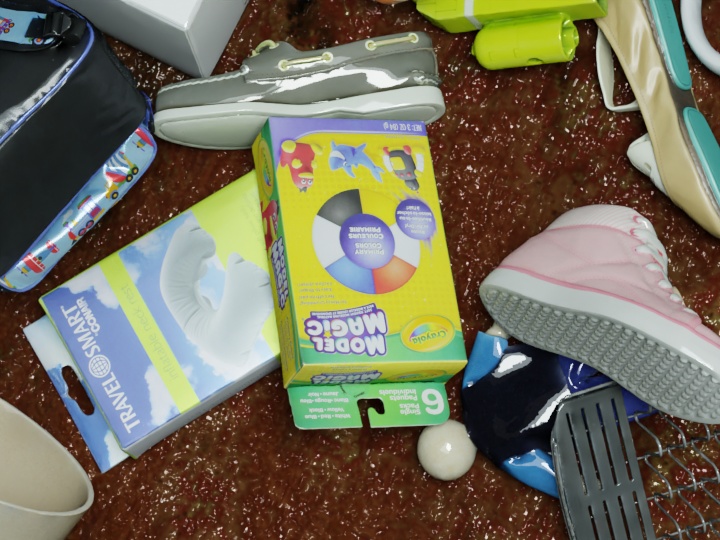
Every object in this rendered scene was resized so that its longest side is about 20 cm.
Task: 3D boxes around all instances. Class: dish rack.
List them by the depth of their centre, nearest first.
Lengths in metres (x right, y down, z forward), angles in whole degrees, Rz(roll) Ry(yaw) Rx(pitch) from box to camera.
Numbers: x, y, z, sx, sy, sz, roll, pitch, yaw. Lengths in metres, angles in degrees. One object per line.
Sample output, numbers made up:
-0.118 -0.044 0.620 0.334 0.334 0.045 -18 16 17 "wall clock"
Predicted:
0.223 0.122 1.054 0.198 0.055 0.155 -16 96 -8 "dish rack"

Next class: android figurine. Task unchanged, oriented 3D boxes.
0.106 -0.227 1.138 0.198 0.041 0.184 -5 77 25 "android figurine"

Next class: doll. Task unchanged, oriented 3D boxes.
0.130 0.087 1.096 0.198 0.048 0.138 -23 78 -1 "doll"

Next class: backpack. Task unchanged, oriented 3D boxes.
-0.257 -0.108 1.115 0.183 0.135 0.199 -49 52 -7 "backpack"

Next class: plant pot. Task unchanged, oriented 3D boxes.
-0.298 0.182 1.051 0.186 0.187 0.201 33 96 9 "plant pot"

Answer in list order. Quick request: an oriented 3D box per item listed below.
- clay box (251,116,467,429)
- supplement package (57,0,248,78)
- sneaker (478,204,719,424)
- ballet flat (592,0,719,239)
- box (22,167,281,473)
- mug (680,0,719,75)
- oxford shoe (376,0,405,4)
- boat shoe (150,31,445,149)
0.000 0.000 1.084 0.114 0.048 0.202 -1 65 -21 "clay box"
-0.118 -0.255 1.141 0.120 0.120 0.202 26 81 6 "supplement package"
0.174 0.015 1.031 0.105 0.076 0.199 -42 41 -22 "sneaker"
0.202 -0.106 1.131 0.063 0.068 0.202 -23 74 27 "ballet flat"
-0.119 0.033 1.123 0.199 0.048 0.123 -31 78 -4 "box"
0.305 -0.194 1.103 0.198 0.147 0.177 -17 67 29 "mug"
0.001 -0.265 1.074 0.071 0.073 0.201 -43 114 -21 "oxford shoe"
-0.044 -0.124 1.138 0.199 0.072 0.061 -6 77 -4 "boat shoe"
